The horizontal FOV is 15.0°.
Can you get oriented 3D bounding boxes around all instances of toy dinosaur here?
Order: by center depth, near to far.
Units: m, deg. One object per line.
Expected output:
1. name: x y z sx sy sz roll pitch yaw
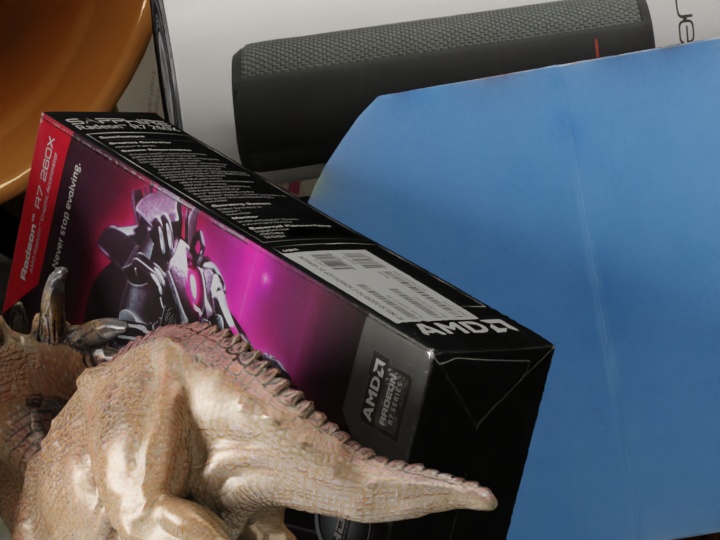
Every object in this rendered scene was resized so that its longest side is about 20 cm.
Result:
1. toy dinosaur: -0.060 0.050 0.738 0.200 0.136 0.086 -22 -27 40

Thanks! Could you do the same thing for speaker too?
1. speaker: 0.032 -0.078 0.936 0.199 0.081 0.081 -8 23 -7

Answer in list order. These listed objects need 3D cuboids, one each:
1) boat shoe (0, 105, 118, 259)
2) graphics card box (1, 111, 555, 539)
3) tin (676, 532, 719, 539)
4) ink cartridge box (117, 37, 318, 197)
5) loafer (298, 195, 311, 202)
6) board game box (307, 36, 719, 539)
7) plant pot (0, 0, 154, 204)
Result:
1. boat shoe: -0.114 -0.041 1.043 0.200 0.074 0.066 29 67 26
2. graphics card box: -0.037 0.042 0.807 0.051 0.126 0.200 -1 23 -42
3. tin: 0.119 0.059 0.950 0.200 0.042 0.112 24 22 36
4. ink cartridge box: 0.007 -0.058 1.083 0.200 0.126 0.128 24 26 37
5. loafer: 0.000 0.000 0.940 0.200 0.070 0.070 -18 -7 -4
6. board game box: 0.077 0.013 0.892 0.199 0.158 0.039 -10 -12 3
7. plant pot: -0.186 -0.124 0.965 0.200 0.201 0.140 -3 13 -28
